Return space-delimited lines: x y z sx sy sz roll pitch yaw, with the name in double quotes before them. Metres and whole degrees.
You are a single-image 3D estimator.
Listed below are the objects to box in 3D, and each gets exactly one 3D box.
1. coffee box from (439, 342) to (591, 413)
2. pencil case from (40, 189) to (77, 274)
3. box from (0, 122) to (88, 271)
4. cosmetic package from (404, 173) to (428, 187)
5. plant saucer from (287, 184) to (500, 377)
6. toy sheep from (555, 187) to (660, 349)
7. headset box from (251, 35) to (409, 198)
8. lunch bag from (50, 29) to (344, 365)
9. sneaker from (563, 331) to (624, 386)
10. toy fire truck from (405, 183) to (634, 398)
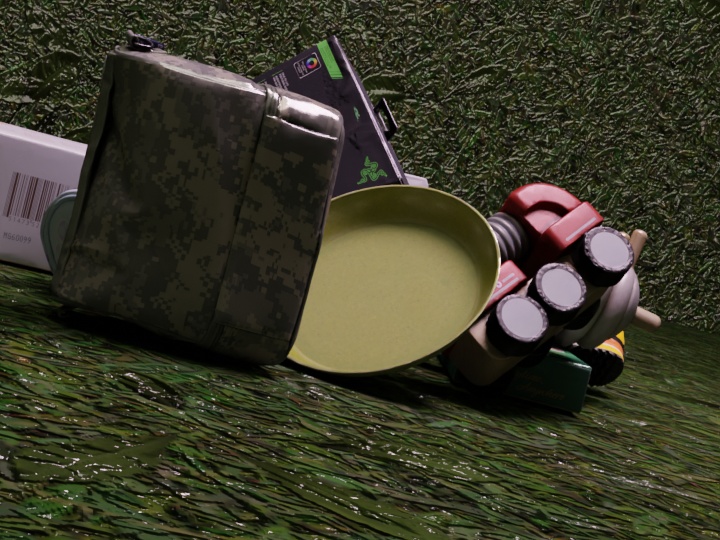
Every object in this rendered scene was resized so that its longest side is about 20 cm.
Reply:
"coffee box" 0.136 0.082 1.258 0.121 0.045 0.200 15 3 -3
"pencil case" -0.170 -0.041 1.112 0.090 0.084 0.199 -18 4 30
"box" -0.300 -0.070 1.223 0.150 0.108 0.200 14 4 -17
"cosmetic package" -0.054 -0.065 1.703 0.198 0.169 0.166 17 4 38
"plant saucer" 0.013 0.012 1.058 0.198 0.201 0.031 17 -37 31
"toy sheep" 0.203 0.007 1.303 0.198 0.139 0.138 25 3 -3
"headset box" -0.055 -0.095 1.274 0.198 0.176 0.093 -26 -27 6
"lunch bag" -0.119 -0.049 0.959 0.166 0.203 0.139 15 3 -25
"sneaker" 0.179 0.050 1.406 0.197 0.070 0.091 18 45 -2
"toy fire truck" 0.099 -0.013 1.153 0.175 0.129 0.200 -33 73 -31
